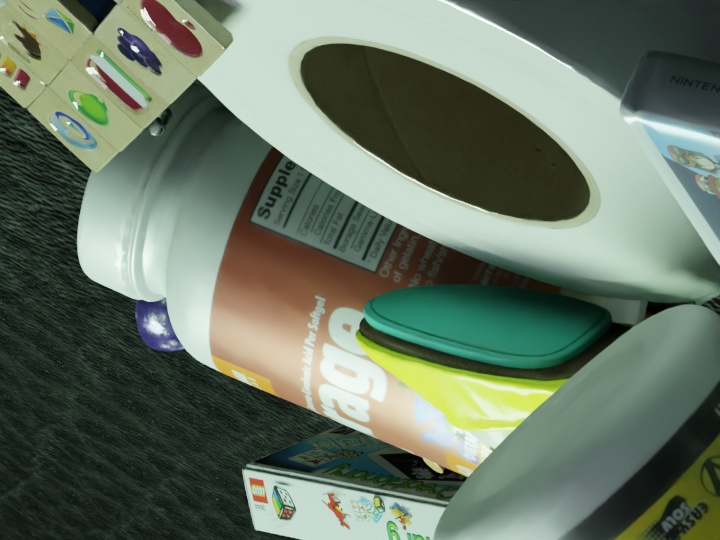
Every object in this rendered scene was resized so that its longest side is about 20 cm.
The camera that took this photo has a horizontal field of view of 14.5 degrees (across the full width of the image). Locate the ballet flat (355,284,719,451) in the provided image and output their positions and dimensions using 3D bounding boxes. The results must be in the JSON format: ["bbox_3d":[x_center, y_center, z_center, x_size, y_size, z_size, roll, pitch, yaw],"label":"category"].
[{"bbox_3d":[0.083,0.043,0.923,0.199,0.067,0.067,1,107,36],"label":"ballet flat"}]

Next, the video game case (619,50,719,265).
[{"bbox_3d":[0.176,0.018,0.707,0.182,0.023,0.200,16,162,32],"label":"video game case"}]

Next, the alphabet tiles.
[{"bbox_3d":[-0.136,-0.119,0.903,0.200,0.008,0.167,44,159,-6],"label":"alphabet tiles"}]

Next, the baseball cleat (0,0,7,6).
[{"bbox_3d":[-0.102,-0.117,0.758,0.199,0.070,0.106,-13,160,35],"label":"baseball cleat"}]

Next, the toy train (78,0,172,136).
[{"bbox_3d":[-0.126,-0.124,0.951,0.046,0.034,0.200,-32,111,29],"label":"toy train"}]

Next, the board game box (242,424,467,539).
[{"bbox_3d":[0.056,0.091,1.251,0.200,0.126,0.035,6,111,52],"label":"board game box"}]

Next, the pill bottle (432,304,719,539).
[{"bbox_3d":[0.124,0.117,0.834,0.200,0.112,0.112,48,161,-4],"label":"pill bottle"}]

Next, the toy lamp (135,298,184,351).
[{"bbox_3d":[-0.013,0.035,1.286,0.199,0.058,0.058,14,159,34],"label":"toy lamp"}]

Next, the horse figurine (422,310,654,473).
[{"bbox_3d":[0.105,0.067,1.122,0.200,0.133,0.050,38,157,2],"label":"horse figurine"}]

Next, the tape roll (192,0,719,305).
[{"bbox_3d":[0.040,-0.069,0.866,0.202,0.071,0.203,24,163,8],"label":"tape roll"}]

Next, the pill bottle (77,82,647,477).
[{"bbox_3d":[0.000,0.000,1.059,0.199,0.113,0.112,22,163,17],"label":"pill bottle"}]
